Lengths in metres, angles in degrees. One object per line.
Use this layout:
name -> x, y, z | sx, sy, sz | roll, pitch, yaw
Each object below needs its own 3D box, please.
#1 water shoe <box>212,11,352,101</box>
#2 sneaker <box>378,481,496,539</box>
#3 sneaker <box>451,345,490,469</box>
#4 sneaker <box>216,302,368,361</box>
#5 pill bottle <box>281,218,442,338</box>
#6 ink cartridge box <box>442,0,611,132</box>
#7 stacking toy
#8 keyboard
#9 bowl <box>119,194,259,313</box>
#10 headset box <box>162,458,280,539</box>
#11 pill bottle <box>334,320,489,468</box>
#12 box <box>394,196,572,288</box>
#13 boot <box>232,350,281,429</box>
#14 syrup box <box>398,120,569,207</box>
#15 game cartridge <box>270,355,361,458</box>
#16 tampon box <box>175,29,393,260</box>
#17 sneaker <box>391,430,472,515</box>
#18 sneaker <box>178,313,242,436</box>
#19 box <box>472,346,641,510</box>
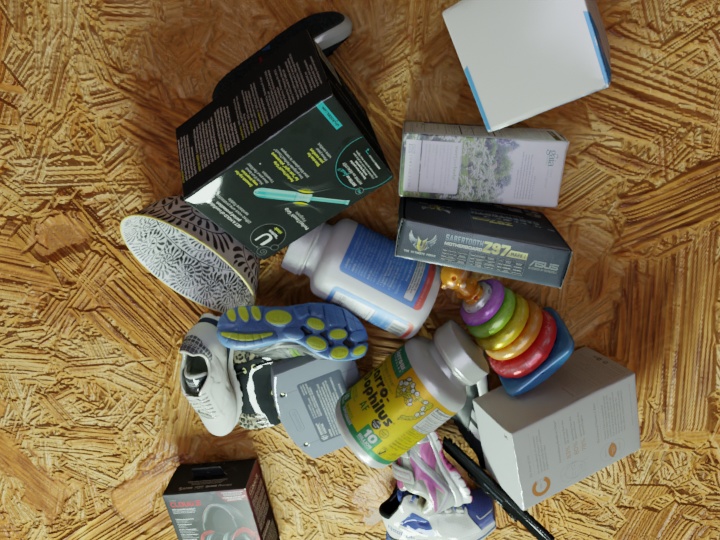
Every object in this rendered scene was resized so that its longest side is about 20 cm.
water shoe -> -0.089, -0.243, 0.720 | 0.197, 0.072, 0.079 | -27, 134, 13
sneaker -> 0.112, 0.378, 0.922 | 0.196, 0.081, 0.117 | -21, 110, 14
sneaker -> 0.143, 0.207, 0.866 | 0.110, 0.073, 0.204 | -6, 108, 17
sneaker -> -0.086, 0.080, 0.758 | 0.195, 0.083, 0.072 | 4, 78, -7
pill bottle -> 0.000, 0.000, 0.770 | 0.197, 0.113, 0.113 | 27, 111, -6
ink cartridge box -> 0.187, -0.255, 0.618 | 0.124, 0.200, 0.130 | -17, 110, 30
stacking toy -> 0.173, 0.056, 0.761 | 0.199, 0.110, 0.116 | 40, 109, -21
keyboard -> 0.199, 0.323, 0.855 | 0.021, 0.128, 0.199 | -43, 69, -13
bowl -> -0.204, -0.036, 0.767 | 0.198, 0.095, 0.202 | 21, 150, 13
headset box -> -0.231, 0.408, 0.968 | 0.146, 0.075, 0.204 | -7, 111, 8
pill bottle -> 0.070, 0.161, 0.770 | 0.199, 0.113, 0.113 | -41, 103, 16
box -> 0.142, -0.047, 0.714 | 0.196, 0.158, 0.052 | 11, 113, 2
boot -> -0.124, 0.151, 0.864 | 0.200, 0.074, 0.156 | -11, 114, 11
syrup box -> 0.147, -0.134, 0.720 | 0.196, 0.082, 0.080 | 4, 114, 3
game cartridge -> -0.055, 0.191, 0.846 | 0.131, 0.042, 0.202 | -17, 128, -1
tampon box -> -0.091, -0.139, 0.682 | 0.198, 0.128, 0.150 | -30, 142, 14
sneaker -> 0.082, 0.281, 0.862 | 0.087, 0.081, 0.202 | -32, 89, -9
sneaker -> -0.215, 0.161, 0.803 | 0.075, 0.081, 0.203 | 6, 121, 13
box -> 0.270, 0.211, 0.795 | 0.197, 0.097, 0.127 | -20, 111, -15
